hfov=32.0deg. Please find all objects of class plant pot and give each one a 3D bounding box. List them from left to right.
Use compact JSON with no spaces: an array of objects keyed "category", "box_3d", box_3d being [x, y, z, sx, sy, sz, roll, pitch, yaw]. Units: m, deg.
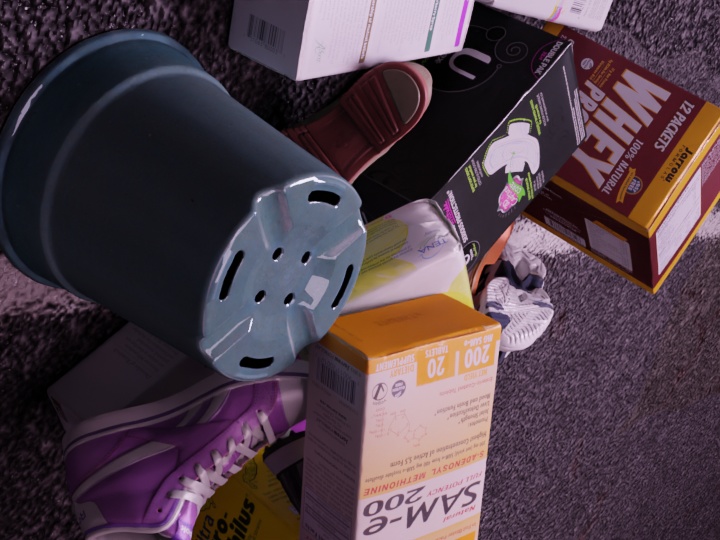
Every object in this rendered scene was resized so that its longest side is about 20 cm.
[{"category":"plant pot","box_3d":[-0.113,-0.036,0.851,0.200,0.195,0.202,-32,138,-35]}]

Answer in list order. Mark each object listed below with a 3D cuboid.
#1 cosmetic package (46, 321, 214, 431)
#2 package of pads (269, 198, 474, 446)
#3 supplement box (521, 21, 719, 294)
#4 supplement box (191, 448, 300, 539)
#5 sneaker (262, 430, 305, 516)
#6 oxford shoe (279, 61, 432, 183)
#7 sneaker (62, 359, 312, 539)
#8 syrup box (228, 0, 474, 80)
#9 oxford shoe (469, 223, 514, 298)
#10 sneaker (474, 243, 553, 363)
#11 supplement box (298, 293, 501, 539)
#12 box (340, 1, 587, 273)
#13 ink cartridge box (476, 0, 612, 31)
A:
[{"category":"cosmetic package","box_3d":[-0.144,0.079,1.015,0.200,0.074,0.102,-44,144,-25]},{"category":"package of pads","box_3d":[-0.008,0.043,0.984,0.199,0.068,0.155,-25,142,-7]},{"category":"supplement box","box_3d":[0.240,-0.108,1.237,0.133,0.197,0.200,-54,158,-7]},{"category":"supplement box","box_3d":[-0.076,0.223,1.100,0.109,0.199,0.110,-10,125,-49]},{"category":"sneaker","box_3d":[-0.002,0.178,1.039,0.066,0.091,0.199,-34,159,23]},{"category":"oxford shoe","box_3d":[-0.021,-0.096,0.996,0.199,0.071,0.075,-30,-175,22]},{"category":"sneaker","box_3d":[-0.108,0.142,0.896,0.199,0.115,0.073,-21,140,-2]},{"category":"syrup box","box_3d":[0.000,-0.207,0.971,0.199,0.078,0.082,-19,130,-46]},{"category":"oxford shoe","box_3d":[0.081,0.006,1.283,0.072,0.071,0.201,17,105,-29]},{"category":"sneaker","box_3d":[0.141,0.066,1.338,0.200,0.079,0.130,-83,-164,-63]},{"category":"supplement box","box_3d":[0.027,0.130,0.919,0.125,0.073,0.202,-12,116,-35]},{"category":"box","box_3d":[0.075,-0.114,1.082,0.200,0.148,0.125,-48,145,-18]},{"category":"ink cartridge box","box_3d":[0.160,-0.302,1.107,0.199,0.084,0.146,-4,119,-53]}]
